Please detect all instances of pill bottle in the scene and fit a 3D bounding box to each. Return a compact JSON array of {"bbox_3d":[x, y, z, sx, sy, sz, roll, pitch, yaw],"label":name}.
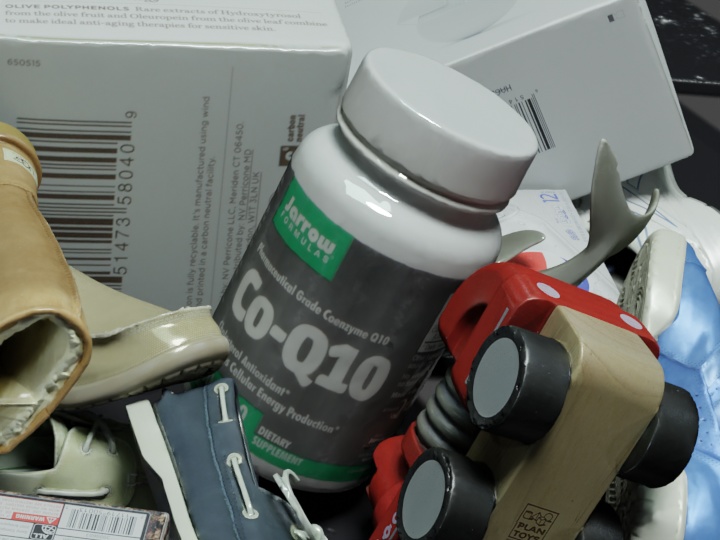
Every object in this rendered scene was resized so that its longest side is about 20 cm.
[{"bbox_3d":[0.000,0.000,0.872,0.112,0.201,0.113,24,23,-11],"label":"pill bottle"}]

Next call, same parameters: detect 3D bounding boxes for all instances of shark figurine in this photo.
[{"bbox_3d":[0.057,-0.006,0.943,0.089,0.129,0.214,33,-18,-28],"label":"shark figurine"}]

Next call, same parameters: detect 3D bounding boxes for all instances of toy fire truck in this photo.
[{"bbox_3d":[0.064,0.073,0.844,0.128,0.177,0.200,19,22,-25],"label":"toy fire truck"}]

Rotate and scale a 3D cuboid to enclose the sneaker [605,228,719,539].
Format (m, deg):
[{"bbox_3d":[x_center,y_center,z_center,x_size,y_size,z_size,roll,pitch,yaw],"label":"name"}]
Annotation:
[{"bbox_3d":[0.179,0.073,0.857,0.110,0.077,0.201,13,48,-6],"label":"sneaker"}]

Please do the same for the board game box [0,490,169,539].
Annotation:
[{"bbox_3d":[-0.170,0.184,0.689,0.157,0.098,0.201,8,33,1],"label":"board game box"}]

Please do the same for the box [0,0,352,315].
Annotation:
[{"bbox_3d":[-0.121,-0.079,1.008,0.198,0.201,0.172,0,33,-13],"label":"box"}]

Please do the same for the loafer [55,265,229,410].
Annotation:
[{"bbox_3d":[-0.148,0.030,0.880,0.198,0.069,0.075,-6,4,39],"label":"loafer"}]

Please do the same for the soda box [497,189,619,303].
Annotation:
[{"bbox_3d":[0.109,0.032,1.001,0.063,0.069,0.201,-1,34,-11],"label":"soda box"}]

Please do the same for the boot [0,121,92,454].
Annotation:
[{"bbox_3d":[-0.203,0.030,0.819,0.066,0.175,0.200,35,15,-30],"label":"boot"}]

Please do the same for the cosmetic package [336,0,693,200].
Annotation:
[{"bbox_3d":[0.090,-0.133,1.135,0.198,0.124,0.201,-20,32,13],"label":"cosmetic package"}]

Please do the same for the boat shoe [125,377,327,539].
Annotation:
[{"bbox_3d":[-0.048,0.121,0.775,0.061,0.075,0.200,-22,37,-10],"label":"boat shoe"}]

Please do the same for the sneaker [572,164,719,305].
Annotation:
[{"bbox_3d":[0.162,-0.037,1.116,0.086,0.075,0.200,-12,37,-19],"label":"sneaker"}]

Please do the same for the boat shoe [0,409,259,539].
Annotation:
[{"bbox_3d":[-0.142,0.100,0.855,0.198,0.063,0.072,-7,35,-22],"label":"boat shoe"}]
